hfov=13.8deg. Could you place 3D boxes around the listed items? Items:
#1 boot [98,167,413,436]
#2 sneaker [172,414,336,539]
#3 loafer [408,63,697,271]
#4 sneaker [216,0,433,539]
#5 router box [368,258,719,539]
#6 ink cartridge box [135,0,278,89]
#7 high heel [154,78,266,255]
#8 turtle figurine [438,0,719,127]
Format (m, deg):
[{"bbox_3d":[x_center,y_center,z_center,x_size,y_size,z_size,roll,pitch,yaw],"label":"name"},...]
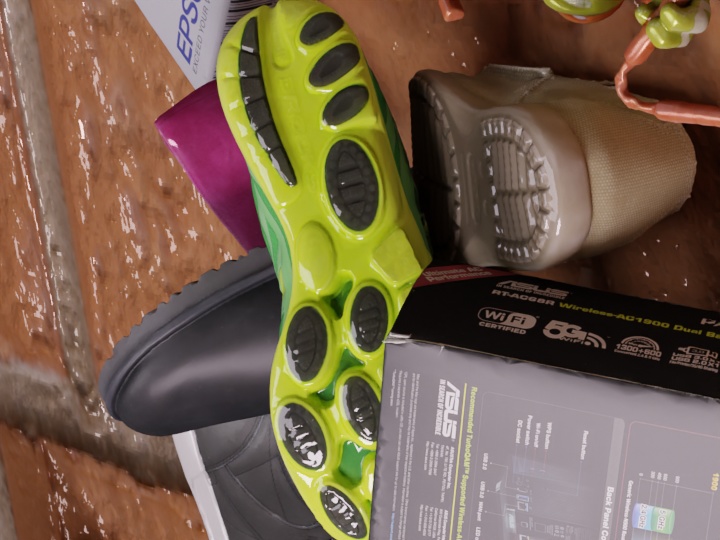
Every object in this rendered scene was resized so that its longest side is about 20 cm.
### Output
[{"bbox_3d":[0.006,0.080,1.141,0.200,0.165,0.066,60,-171,24],"label":"boot"},{"bbox_3d":[-0.006,0.110,1.257,0.099,0.071,0.200,2,128,33],"label":"sneaker"},{"bbox_3d":[0.065,-0.034,1.062,0.200,0.068,0.076,-146,52,-74],"label":"loafer"},{"bbox_3d":[0.000,0.000,1.086,0.084,0.074,0.200,29,-130,-75],"label":"sneaker"},{"bbox_3d":[0.080,0.105,1.006,0.150,0.062,0.200,12,119,12],"label":"router box"},{"bbox_3d":[-0.082,-0.209,1.274,0.200,0.043,0.197,53,146,34],"label":"ink cartridge box"},{"bbox_3d":[-0.047,0.006,1.252,0.067,0.096,0.200,48,142,41],"label":"high heel"},{"bbox_3d":[0.077,-0.138,0.984,0.200,0.064,0.162,40,150,44],"label":"turtle figurine"}]
